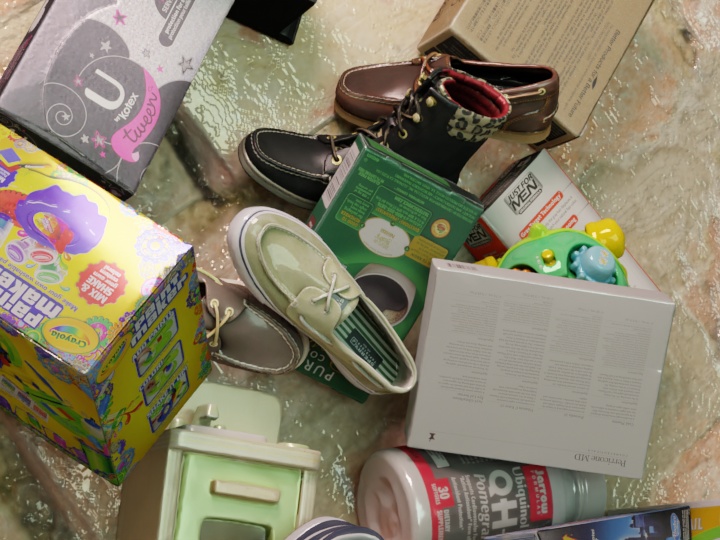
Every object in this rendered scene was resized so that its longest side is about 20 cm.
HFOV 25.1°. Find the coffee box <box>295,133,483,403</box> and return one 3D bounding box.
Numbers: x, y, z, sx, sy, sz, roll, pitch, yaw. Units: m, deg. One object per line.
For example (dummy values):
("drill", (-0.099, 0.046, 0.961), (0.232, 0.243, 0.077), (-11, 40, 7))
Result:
("coffee box", (0.000, 0.000, 1.351), (0.122, 0.044, 0.201), (25, 105, -19))

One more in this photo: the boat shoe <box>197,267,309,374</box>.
("boat shoe", (-0.134, 0.030, 1.300), (0.199, 0.060, 0.072), (31, 103, -5))

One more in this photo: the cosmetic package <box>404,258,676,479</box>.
("cosmetic package", (0.144, 0.080, 1.323), (0.198, 0.052, 0.152), (9, 99, -4))

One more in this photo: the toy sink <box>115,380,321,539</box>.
("toy sink", (-0.112, 0.182, 1.278), (0.129, 0.112, 0.202), (13, 75, -24))

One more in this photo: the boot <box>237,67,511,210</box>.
("boot", (0.013, -0.116, 1.369), (0.202, 0.154, 0.074), (15, 45, -27))

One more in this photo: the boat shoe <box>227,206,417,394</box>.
("boat shoe", (-0.024, 0.023, 1.287), (0.200, 0.062, 0.072), (45, 70, -24))

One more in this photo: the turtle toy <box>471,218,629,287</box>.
("turtle toy", (0.182, 0.054, 1.397), (0.145, 0.101, 0.201), (-19, 101, 3))

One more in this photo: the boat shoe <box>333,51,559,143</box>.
("boat shoe", (0.076, -0.162, 1.425), (0.198, 0.071, 0.071), (3, 50, -2))

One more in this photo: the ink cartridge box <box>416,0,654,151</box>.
("ink cartridge box", (0.171, -0.240, 1.519), (0.164, 0.075, 0.201), (39, 66, -16))

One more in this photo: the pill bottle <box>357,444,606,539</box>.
("pill bottle", (0.106, 0.196, 1.382), (0.198, 0.111, 0.112), (-5, 82, -26))

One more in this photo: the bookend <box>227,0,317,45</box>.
("bookend", (-0.096, -0.292, 1.330), (0.197, 0.200, 0.093), (22, 71, -20))

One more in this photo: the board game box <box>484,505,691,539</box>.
("board game box", (0.188, 0.279, 1.311), (0.199, 0.061, 0.202), (18, 66, -38))

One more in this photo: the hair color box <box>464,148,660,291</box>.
("hair color box", (0.188, -0.001, 1.489), (0.102, 0.061, 0.200), (-44, 101, -25))

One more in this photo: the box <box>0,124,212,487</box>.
("box", (-0.226, 0.024, 1.168), (0.199, 0.193, 0.122), (32, 65, 15))

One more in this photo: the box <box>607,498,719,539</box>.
("box", (0.311, 0.264, 1.418), (0.101, 0.200, 0.114), (12, 74, -25))

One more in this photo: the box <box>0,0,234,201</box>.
("box", (-0.206, -0.163, 1.298), (0.132, 0.115, 0.201), (31, 69, -17))

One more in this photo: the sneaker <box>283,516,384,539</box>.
("sneaker", (-0.060, 0.255, 1.174), (0.200, 0.108, 0.070), (-43, 102, -22))
